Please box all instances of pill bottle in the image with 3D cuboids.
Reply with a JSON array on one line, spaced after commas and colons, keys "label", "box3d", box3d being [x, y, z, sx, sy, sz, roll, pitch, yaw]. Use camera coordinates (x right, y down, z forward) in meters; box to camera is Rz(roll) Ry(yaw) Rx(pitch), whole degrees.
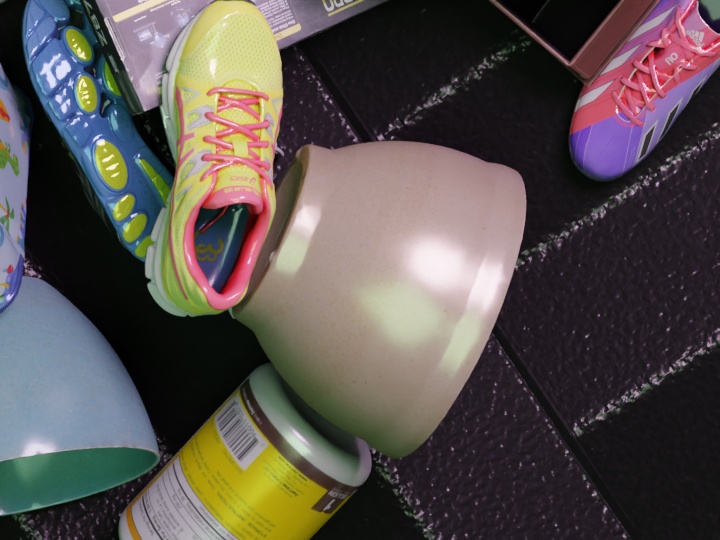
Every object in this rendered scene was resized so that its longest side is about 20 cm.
[{"label": "pill bottle", "box3d": [-0.092, 0.168, 1.212, 0.109, 0.109, 0.200, 42, 103, -5]}]

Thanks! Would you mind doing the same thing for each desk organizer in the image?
[{"label": "desk organizer", "box3d": [0.171, -0.224, 1.105, 0.201, 0.077, 0.072, -51, 60, 13]}]

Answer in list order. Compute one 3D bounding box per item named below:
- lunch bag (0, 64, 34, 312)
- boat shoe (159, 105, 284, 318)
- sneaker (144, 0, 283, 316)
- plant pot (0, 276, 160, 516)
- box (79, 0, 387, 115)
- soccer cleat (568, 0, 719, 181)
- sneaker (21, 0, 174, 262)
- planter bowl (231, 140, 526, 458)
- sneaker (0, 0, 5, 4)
[{"label": "lunch bag", "box3d": [-0.300, -0.053, 1.145, 0.159, 0.202, 0.083, -13, 145, 9]}, {"label": "boat shoe", "box3d": [-0.085, -0.068, 1.177, 0.067, 0.074, 0.201, -17, 99, 4]}, {"label": "sneaker", "box3d": [-0.078, -0.066, 1.065, 0.077, 0.090, 0.203, 4, 97, -23]}, {"label": "plant pot", "box3d": [-0.245, 0.082, 1.179, 0.198, 0.200, 0.136, -15, 76, 8]}, {"label": "box", "box3d": [-0.088, -0.213, 1.118, 0.199, 0.049, 0.163, -27, 99, -17]}, {"label": "soccer cleat", "box3d": [0.204, -0.142, 1.135, 0.068, 0.073, 0.201, 37, 103, -5]}, {"label": "sneaker", "box3d": [-0.178, -0.097, 1.171, 0.070, 0.083, 0.201, -29, 106, -21]}, {"label": "planter bowl", "box3d": [0.000, 0.000, 1.109, 0.134, 0.200, 0.202, 24, 104, -12]}, {"label": "sneaker", "box3d": [-0.253, -0.207, 1.154, 0.199, 0.085, 0.075, -31, 99, 11]}]
